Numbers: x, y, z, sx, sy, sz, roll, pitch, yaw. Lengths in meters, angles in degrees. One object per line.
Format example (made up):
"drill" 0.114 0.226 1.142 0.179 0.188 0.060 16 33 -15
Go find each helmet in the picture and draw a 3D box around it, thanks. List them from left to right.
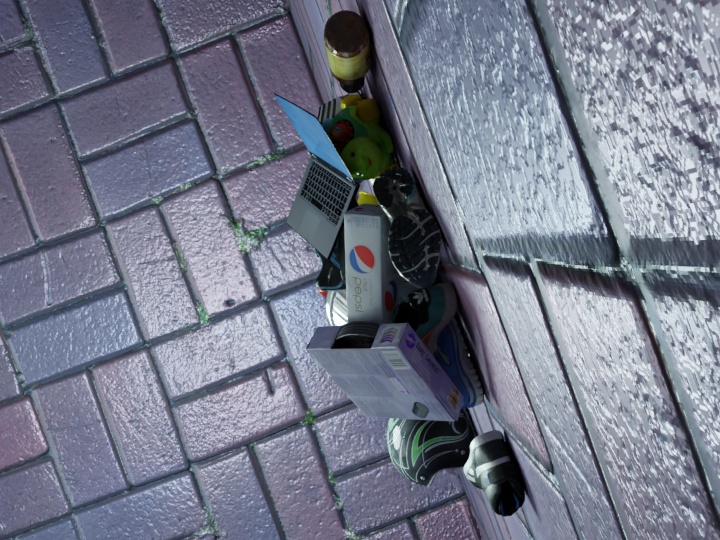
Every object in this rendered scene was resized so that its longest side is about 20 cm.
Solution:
"helmet" 0.149 0.363 1.945 0.200 0.189 0.202 160 90 -89

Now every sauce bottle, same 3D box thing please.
"sauce bottle" -0.017 -0.307 1.276 0.200 0.065 0.067 74 175 -85

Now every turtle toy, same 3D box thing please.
"turtle toy" -0.004 -0.202 1.461 0.147 0.100 0.200 70 168 -21

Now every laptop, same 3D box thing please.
"laptop" -0.094 -0.153 1.420 0.187 0.115 0.202 40 111 57

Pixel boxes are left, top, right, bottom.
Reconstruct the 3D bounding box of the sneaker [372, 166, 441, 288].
"sneaker" 0.080 -0.054 1.269 0.086 0.077 0.202 51 -159 -51

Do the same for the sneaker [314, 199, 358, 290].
"sneaker" -0.043 -0.062 1.456 0.073 0.081 0.202 45 -144 -54

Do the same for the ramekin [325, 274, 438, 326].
"ramekin" 0.048 0.058 1.511 0.094 0.201 0.204 47 163 46

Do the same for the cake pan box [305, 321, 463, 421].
"cake pan box" 0.037 0.157 1.370 0.200 0.183 0.053 51 -132 -33

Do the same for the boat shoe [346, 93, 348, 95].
"boat shoe" -0.005 -0.251 1.705 0.074 0.066 0.201 -112 2 -52

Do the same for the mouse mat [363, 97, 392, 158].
"mouse mat" 0.048 -0.199 1.577 0.161 0.007 0.202 -113 2 -64

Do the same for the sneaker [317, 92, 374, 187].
"sneaker" -0.022 -0.214 1.607 0.076 0.114 0.203 100 150 -87

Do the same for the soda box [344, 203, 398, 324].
"soda box" 0.019 0.004 1.366 0.068 0.063 0.203 -32 -54 -59

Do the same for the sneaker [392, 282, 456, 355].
"sneaker" 0.078 0.089 1.365 0.201 0.079 0.072 111 147 -47

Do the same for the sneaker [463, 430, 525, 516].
"sneaker" 0.212 0.341 1.395 0.201 0.072 0.113 74 178 -57

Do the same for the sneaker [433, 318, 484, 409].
"sneaker" 0.127 0.132 1.433 0.079 0.088 0.202 78 172 -76

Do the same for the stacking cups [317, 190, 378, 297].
"stacking cups" -0.020 -0.043 1.616 0.060 0.202 0.061 27 176 2
